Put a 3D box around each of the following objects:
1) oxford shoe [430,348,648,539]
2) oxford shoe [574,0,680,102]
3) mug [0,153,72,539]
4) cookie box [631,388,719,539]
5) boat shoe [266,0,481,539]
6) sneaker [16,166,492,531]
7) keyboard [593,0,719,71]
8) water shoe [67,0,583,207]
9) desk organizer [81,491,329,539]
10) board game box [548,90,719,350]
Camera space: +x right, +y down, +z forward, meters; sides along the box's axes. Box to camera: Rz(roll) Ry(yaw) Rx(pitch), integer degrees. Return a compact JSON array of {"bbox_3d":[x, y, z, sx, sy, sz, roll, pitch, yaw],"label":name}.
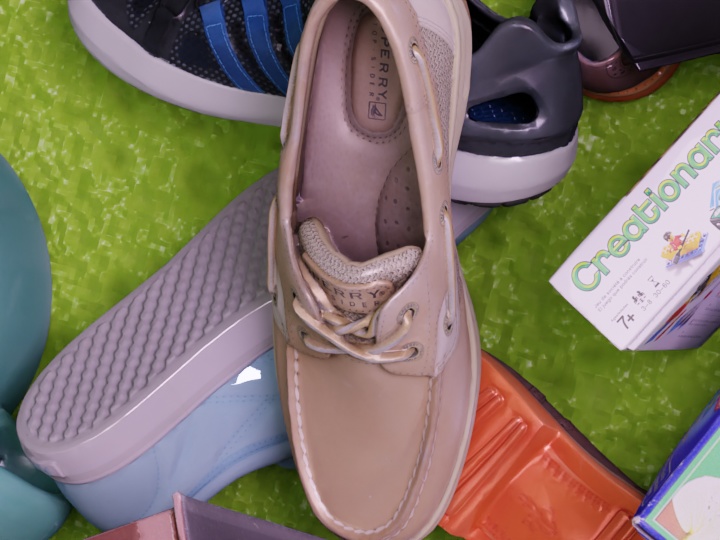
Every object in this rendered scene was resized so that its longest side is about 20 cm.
[{"bbox_3d":[0.084,0.099,0.901,0.071,0.073,0.200,-42,77,13],"label":"oxford shoe"},{"bbox_3d":[0.092,-0.161,0.901,0.071,0.073,0.201,-1,90,11],"label":"oxford shoe"},{"bbox_3d":[-0.185,0.011,0.937,0.184,0.114,0.153,13,93,11],"label":"mug"},{"bbox_3d":[0.180,0.017,0.835,0.075,0.171,0.200,38,97,6],"label":"cookie box"},{"bbox_3d":[0.000,0.000,0.843,0.072,0.065,0.201,7,106,15],"label":"boat shoe"},{"bbox_3d":[-0.026,0.023,0.939,0.199,0.082,0.074,-34,40,-4],"label":"sneaker"},{"bbox_3d":[0.161,-0.149,0.875,0.199,0.021,0.128,-15,99,-13],"label":"keyboard"},{"bbox_3d":[-0.010,-0.090,0.905,0.199,0.071,0.079,20,122,21],"label":"water shoe"},{"bbox_3d":[-0.032,0.133,0.855,0.077,0.200,0.072,-20,67,23],"label":"desk organizer"},{"bbox_3d":[0.128,-0.030,0.830,0.035,0.200,0.126,43,97,11],"label":"board game box"}]
